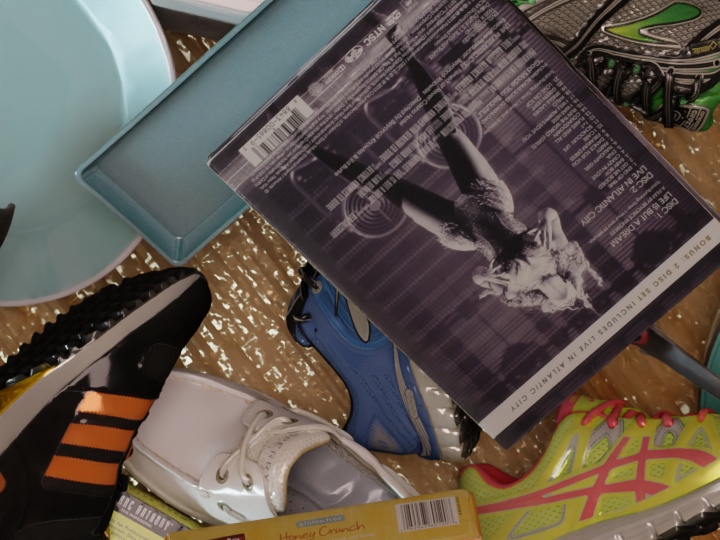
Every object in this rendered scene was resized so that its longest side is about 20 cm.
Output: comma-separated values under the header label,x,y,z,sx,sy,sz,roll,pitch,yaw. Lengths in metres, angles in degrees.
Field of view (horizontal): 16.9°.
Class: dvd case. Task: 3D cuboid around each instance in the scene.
label,x,y,z,sx,sy,sz,roll,pitch,yaw
dvd case,0.053,-0.032,1.091,0.149,0.016,0.200,-42,106,15

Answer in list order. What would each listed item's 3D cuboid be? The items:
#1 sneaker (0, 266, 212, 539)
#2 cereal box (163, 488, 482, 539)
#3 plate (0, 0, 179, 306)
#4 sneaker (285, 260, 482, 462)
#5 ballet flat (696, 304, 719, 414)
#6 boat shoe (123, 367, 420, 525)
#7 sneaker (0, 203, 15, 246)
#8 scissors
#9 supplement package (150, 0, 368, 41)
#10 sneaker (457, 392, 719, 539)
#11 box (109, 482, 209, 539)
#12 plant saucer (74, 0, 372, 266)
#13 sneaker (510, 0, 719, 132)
label,x,y,z,sx,sy,sz,roll,pitch,yaw
sneaker,-0.135,0.082,1.133,0.200,0.070,0.090,-42,110,-28
cereal box,-0.007,0.197,1.129,0.143,0.040,0.201,-9,125,-1
plate,-0.178,-0.082,1.169,0.199,0.026,0.201,4,106,13
sneaker,0.000,0.000,1.159,0.089,0.079,0.201,-6,104,18
ballet flat,0.212,0.010,1.182,0.068,0.063,0.201,17,110,18
boat shoe,-0.035,0.095,1.157,0.199,0.069,0.071,25,71,8
sneaker,-0.218,0.064,1.162,0.060,0.104,0.201,22,125,12
scissors,0.121,0.026,1.146,0.200,0.014,0.073,48,129,12
supplement package,-0.021,-0.207,1.157,0.119,0.121,0.201,13,88,-2
sneaker,0.131,0.092,1.161,0.199,0.078,0.091,-26,75,13
box,-0.151,0.198,1.173,0.075,0.050,0.201,28,87,-1
plant saucer,-0.040,-0.084,1.101,0.200,0.019,0.070,-39,111,24
sneaker,0.129,-0.105,1.124,0.199,0.078,0.086,-14,71,-22
